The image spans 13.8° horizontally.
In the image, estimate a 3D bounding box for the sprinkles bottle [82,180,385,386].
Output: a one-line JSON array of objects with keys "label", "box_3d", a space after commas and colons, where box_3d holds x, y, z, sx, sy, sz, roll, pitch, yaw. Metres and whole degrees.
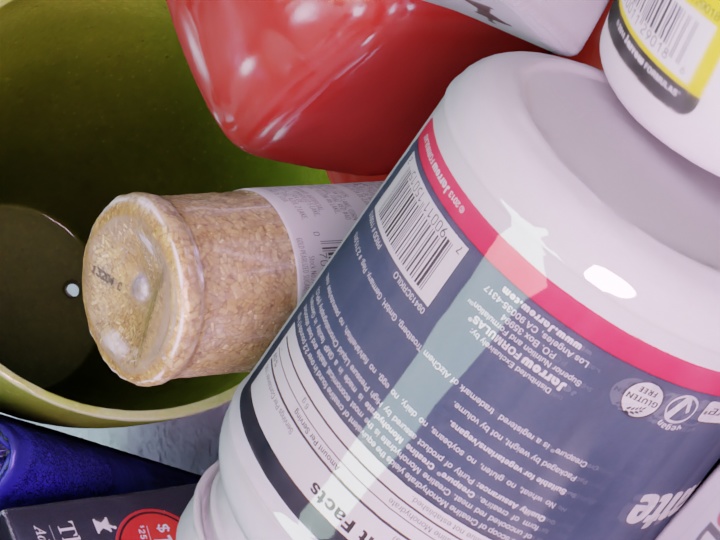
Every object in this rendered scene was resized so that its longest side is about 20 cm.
[{"label": "sprinkles bottle", "box_3d": [0.000, 0.000, 1.069, 0.068, 0.200, 0.068, 8, 100, 53]}]

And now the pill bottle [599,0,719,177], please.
[{"label": "pill bottle", "box_3d": [0.160, -0.128, 0.915, 0.111, 0.111, 0.200, 53, 133, 36]}]

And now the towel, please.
[{"label": "towel", "box_3d": [-0.146, 0.089, 1.258, 0.148, 0.200, 0.050, 15, 86, 34]}]

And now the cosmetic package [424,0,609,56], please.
[{"label": "cosmetic package", "box_3d": [0.022, -0.207, 0.958, 0.165, 0.165, 0.200, 26, 84, 37]}]

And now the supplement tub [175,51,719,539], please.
[{"label": "supplement tub", "box_3d": [0.042, 0.043, 0.964, 0.200, 0.140, 0.140, -55, 51, 25]}]

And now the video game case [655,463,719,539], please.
[{"label": "video game case", "box_3d": [0.182, 0.131, 0.929, 0.200, 0.023, 0.182, 48, 123, 19]}]

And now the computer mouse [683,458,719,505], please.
[{"label": "computer mouse", "box_3d": [0.122, 0.080, 1.026, 0.200, 0.053, 0.139, 22, 107, 39]}]

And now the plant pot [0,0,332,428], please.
[{"label": "plant pot", "box_3d": [-0.127, -0.008, 1.283, 0.200, 0.187, 0.187, 145, 115, -65]}]

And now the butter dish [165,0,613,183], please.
[{"label": "butter dish", "box_3d": [-0.019, -0.128, 1.125, 0.199, 0.148, 0.200, -36, 65, 48]}]

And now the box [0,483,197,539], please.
[{"label": "box", "box_3d": [-0.053, 0.192, 1.178, 0.104, 0.182, 0.200, -47, 58, 44]}]
